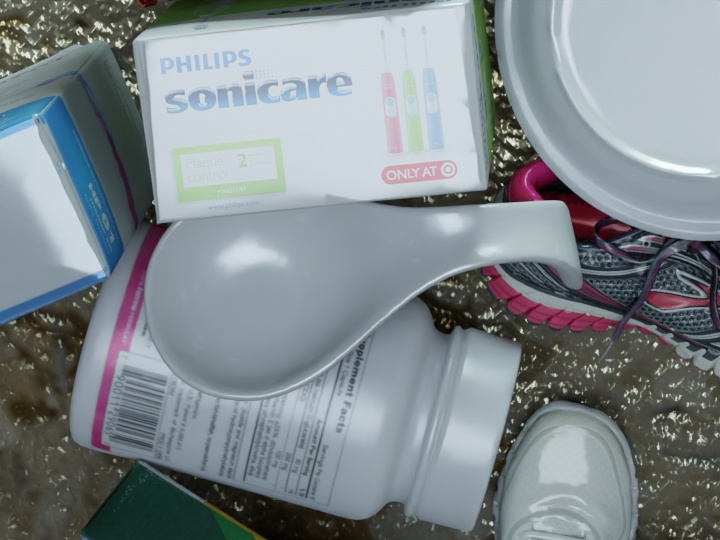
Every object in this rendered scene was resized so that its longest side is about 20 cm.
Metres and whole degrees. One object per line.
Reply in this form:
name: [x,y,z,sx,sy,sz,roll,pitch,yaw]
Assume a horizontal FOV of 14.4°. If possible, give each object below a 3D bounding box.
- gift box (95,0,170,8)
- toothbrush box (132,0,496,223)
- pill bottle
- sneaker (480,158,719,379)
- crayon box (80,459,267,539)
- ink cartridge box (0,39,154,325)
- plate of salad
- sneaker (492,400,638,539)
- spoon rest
gift box: [-0.044,-0.219,1.258,0.186,0.200,0.185,-6,92,27]
toothbrush box: [-0.015,-0.086,1.298,0.145,0.200,0.086,-6,100,4]
pill bottle: [-0.030,0.054,1.371,0.200,0.113,0.114,15,102,1]
sneaker: [0.157,0.000,1.351,0.199,0.081,0.075,9,145,1]
crayon box: [-0.033,0.183,1.354,0.200,0.126,0.052,29,66,23]
ink cartridge box: [-0.180,-0.030,1.323,0.144,0.200,0.085,-22,103,9]
plate of salad: [0.160,-0.114,1.307,0.200,0.048,0.201,1,95,16]
sneaker: [0.092,0.165,1.403,0.075,0.081,0.200,11,100,4]
spoon rest: [0.000,0.000,1.290,0.200,0.061,0.100,-11,75,0]
